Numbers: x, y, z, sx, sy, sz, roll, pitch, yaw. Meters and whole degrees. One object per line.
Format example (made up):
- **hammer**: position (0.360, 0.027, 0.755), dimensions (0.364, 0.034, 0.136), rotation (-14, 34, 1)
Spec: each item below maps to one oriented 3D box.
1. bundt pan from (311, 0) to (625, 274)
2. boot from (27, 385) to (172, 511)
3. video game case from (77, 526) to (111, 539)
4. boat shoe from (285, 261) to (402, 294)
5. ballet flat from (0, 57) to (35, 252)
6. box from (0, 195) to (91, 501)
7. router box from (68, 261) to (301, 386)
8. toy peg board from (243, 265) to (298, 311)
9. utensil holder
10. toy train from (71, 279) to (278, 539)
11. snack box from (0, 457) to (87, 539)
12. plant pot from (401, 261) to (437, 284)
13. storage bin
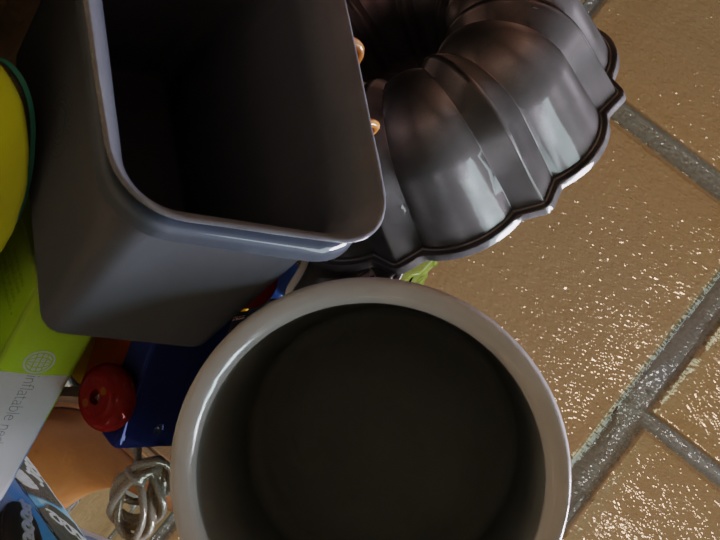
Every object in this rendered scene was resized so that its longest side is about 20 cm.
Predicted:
- **bundt pan**: position (0.024, -0.097, 0.875), dimensions (0.202, 0.202, 0.076), rotation (-50, 137, -23)
- **boot**: position (-0.193, 0.133, 1.087), dimensions (0.155, 0.200, 0.074), rotation (-62, 161, 13)
- **video game case**: position (-0.249, 0.201, 1.120), dimensions (0.182, 0.200, 0.022), rotation (-43, 148, -59)
- **boat shoe**: position (0.000, 0.000, 0.987), dimensions (0.067, 0.057, 0.200), rotation (-48, 173, -12)
- **ballet flat**: position (-0.202, -0.016, 0.812), dimensions (0.067, 0.067, 0.200), rotation (-29, 162, -40)
- **box**: position (-0.195, 0.036, 0.919), dimensions (0.048, 0.122, 0.200), rotation (8, 131, -33)
- **router box**: position (-0.090, 0.021, 1.218), dimensions (0.200, 0.062, 0.150), rotation (-10, -145, 24)
- **toy peg board**: position (-0.057, -0.045, 1.116), dimensions (0.199, 0.098, 0.200), rotation (0, -138, 48)
- **utensil holder**: position (0.008, 0.087, 0.842), dimensions (0.170, 0.170, 0.200), rotation (-52, 178, 2)
- **toy train**: position (-0.132, 0.049, 0.921), dimensions (0.085, 0.116, 0.200), rotation (4, 113, -50)
- **snack box**: position (-0.228, 0.150, 0.995), dimensions (0.116, 0.200, 0.037), rotation (-50, 139, 4)
- **plant pot**: position (-0.047, -0.020, 1.394), dimensions (0.200, 0.190, 0.200), rotation (-52, 174, -8)
- **storage bin**: position (-0.079, -0.067, 0.784), dimensions (0.145, 0.200, 0.134), rotation (7, 146, -30)
